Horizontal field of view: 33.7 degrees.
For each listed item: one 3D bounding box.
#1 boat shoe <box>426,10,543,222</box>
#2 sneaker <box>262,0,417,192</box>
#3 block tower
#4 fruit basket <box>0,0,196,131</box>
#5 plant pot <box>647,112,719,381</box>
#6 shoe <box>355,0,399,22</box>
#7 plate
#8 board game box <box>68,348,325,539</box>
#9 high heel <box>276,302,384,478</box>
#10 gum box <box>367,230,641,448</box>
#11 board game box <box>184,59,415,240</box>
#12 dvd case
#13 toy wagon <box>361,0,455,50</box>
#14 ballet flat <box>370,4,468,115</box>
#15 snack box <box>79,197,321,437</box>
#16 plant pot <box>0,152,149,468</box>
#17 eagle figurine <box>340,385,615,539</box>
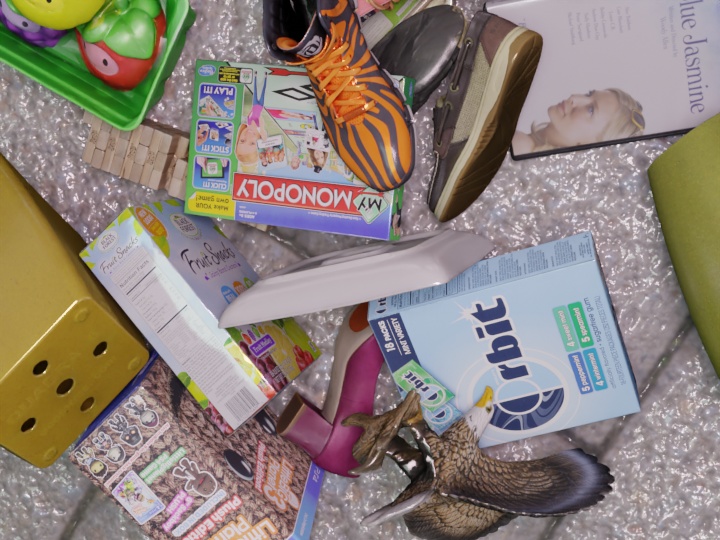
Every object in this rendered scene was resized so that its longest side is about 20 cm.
[{"bbox_3d":[0.095,-0.130,1.013,0.065,0.073,0.202,40,133,21],"label":"boat shoe"},{"bbox_3d":[-0.025,-0.152,0.927,0.077,0.112,0.202,-26,89,20],"label":"sneaker"},{"bbox_3d":[-0.163,-0.097,1.104,0.197,0.054,0.059,22,102,9],"label":"block tower"},{"bbox_3d":[-0.253,-0.232,1.030,0.213,0.216,0.157,29,103,7],"label":"fruit basket"},{"bbox_3d":[0.324,-0.024,0.955,0.186,0.187,0.202,-35,77,15],"label":"plant pot"},{"bbox_3d":[0.026,-0.244,0.994,0.198,0.071,0.092,23,104,14],"label":"shoe"},{"bbox_3d":[0.000,0.000,0.999,0.197,0.199,0.033,-12,96,19],"label":"plate"},{"bbox_3d":[-0.138,0.172,1.066,0.097,0.160,0.200,-42,100,15],"label":"board game box"},{"bbox_3d":[0.013,0.096,1.103,0.096,0.068,0.201,34,102,-23],"label":"high heel"},{"bbox_3d":[0.126,0.071,1.032,0.197,0.045,0.172,-14,123,15],"label":"gum box"},{"bbox_3d":[-0.055,-0.105,1.021,0.197,0.029,0.137,8,96,21],"label":"board game box"},{"bbox_3d":[0.212,-0.173,0.999,0.197,0.018,0.145,-8,118,14],"label":"dvd case"},{"bbox_3d":[-0.005,-0.254,1.053,0.155,0.040,0.200,-43,87,15],"label":"toy wagon"},{"bbox_3d":[0.023,-0.148,1.034,0.067,0.057,0.201,47,109,20],"label":"ballet flat"},{"bbox_3d":[-0.135,0.033,1.058,0.068,0.169,0.200,-41,89,13],"label":"snack box"},{"bbox_3d":[-0.300,0.048,1.015,0.176,0.200,0.200,39,79,27],"label":"plant pot"},{"bbox_3d":[0.095,0.173,1.005,0.199,0.152,0.152,36,101,-15],"label":"eagle figurine"}]
